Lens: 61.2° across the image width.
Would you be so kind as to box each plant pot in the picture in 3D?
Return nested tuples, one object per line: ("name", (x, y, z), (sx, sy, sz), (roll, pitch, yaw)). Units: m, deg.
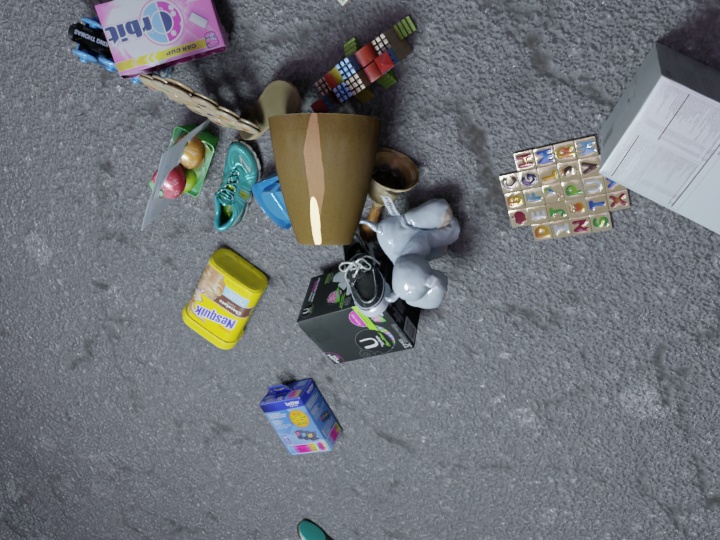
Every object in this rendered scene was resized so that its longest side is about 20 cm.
("plant pot", (-0.059, -0.146, 1.001), (0.183, 0.186, 0.204), (3, 97, 22))

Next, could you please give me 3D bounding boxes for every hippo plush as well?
("hippo plush", (0.107, -0.027, 1.061), (0.158, 0.163, 0.200), (-30, 141, 20))

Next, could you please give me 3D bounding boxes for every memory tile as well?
("memory tile", (-0.283, -0.293, 1.080), (0.152, 0.199, 0.017), (23, 91, 42))

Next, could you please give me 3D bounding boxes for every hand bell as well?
("hand bell", (0.031, -0.118, 1.141), (0.103, 0.105, 0.201), (28, 140, 5))

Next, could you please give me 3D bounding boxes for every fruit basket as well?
("fruit basket", (-0.359, -0.196, 1.178), (0.093, 0.201, 0.186), (32, 128, 0))

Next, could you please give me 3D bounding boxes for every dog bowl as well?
("dog bowl", (-0.134, -0.135, 1.157), (0.199, 0.050, 0.112), (10, 139, 57))

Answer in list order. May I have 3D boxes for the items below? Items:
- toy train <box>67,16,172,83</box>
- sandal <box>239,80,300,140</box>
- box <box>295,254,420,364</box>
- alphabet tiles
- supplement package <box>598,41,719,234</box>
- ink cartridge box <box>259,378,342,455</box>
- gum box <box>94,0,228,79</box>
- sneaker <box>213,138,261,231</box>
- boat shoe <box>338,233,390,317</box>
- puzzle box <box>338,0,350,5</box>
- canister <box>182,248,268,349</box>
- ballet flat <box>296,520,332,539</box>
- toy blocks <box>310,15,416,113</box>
("toy train", (-0.442, -0.405, 1.141), (0.197, 0.114, 0.088), (22, 96, 2))
("sandal", (-0.147, -0.293, 1.116), (0.210, 0.069, 0.079), (-11, 93, 51))
("box", (0.000, 0.083, 1.218), (0.198, 0.125, 0.149), (-15, 129, 31))
("alphabet tiles", (0.341, -0.133, 1.027), (0.197, 0.006, 0.168), (-8, 116, 28))
("supplement package", (0.454, -0.182, 0.832), (0.198, 0.192, 0.148), (28, 128, 6))
("ink cartridge box", (-0.154, 0.351, 1.501), (0.135, 0.076, 0.202), (-17, 110, 31))
("gum box", (-0.334, -0.417, 1.050), (0.197, 0.066, 0.115), (-19, 105, -7))
("sneaker", (-0.253, -0.165, 1.226), (0.077, 0.080, 0.202), (24, 126, 8))
("boat shoe", (0.002, -0.002, 1.113), (0.073, 0.201, 0.068), (-27, 130, 16))
("puzzle box", (-0.007, -0.530, 0.928), (0.133, 0.025, 0.199), (47, 126, -9))
("canister", (-0.308, 0.065, 1.388), (0.148, 0.087, 0.201), (35, 126, 0))
("ballet flat", (-0.109, 0.803, 1.764), (0.199, 0.068, 0.069), (36, 136, 0))
("toy blocks", (-0.005, -0.320, 0.985), (0.198, 0.137, 0.101), (-25, 108, 33))
